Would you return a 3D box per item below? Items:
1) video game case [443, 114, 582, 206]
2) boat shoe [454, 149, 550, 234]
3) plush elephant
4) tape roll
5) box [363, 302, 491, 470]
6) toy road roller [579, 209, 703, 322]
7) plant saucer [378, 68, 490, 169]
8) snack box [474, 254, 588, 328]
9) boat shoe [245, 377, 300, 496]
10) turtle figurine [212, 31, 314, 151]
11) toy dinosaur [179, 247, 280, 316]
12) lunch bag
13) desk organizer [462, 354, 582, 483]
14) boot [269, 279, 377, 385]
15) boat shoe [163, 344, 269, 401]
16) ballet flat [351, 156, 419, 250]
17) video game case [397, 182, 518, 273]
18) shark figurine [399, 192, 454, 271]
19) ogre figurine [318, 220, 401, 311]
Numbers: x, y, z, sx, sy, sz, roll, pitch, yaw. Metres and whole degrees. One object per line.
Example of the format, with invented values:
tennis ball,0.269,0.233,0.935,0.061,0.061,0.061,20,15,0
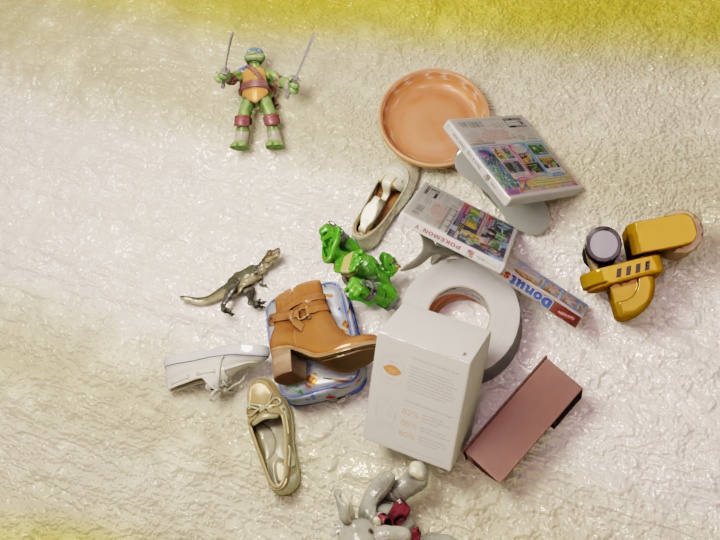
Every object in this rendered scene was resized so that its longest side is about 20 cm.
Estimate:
video game case,0.256,-0.187,1.730,0.183,0.199,0.024,56,132,24
boat shoe,0.244,-0.142,1.756,0.200,0.064,0.071,44,105,0
plush elephant,0.029,0.391,1.537,0.198,0.155,0.166,-17,87,12
tape roll,0.164,0.085,1.690,0.198,0.066,0.202,-4,68,10
box,0.101,0.177,1.586,0.151,0.202,0.106,18,30,18
toy road roller,0.446,-0.003,1.638,0.198,0.123,0.148,-14,81,7
plant saucer,0.130,-0.265,1.836,0.198,0.038,0.202,0,67,0
snack box,0.273,0.019,1.666,0.199,0.072,0.024,34,113,9
boat shoe,-0.147,0.265,1.688,0.072,0.063,0.203,-15,66,6
turtle figurine,-0.188,-0.323,1.872,0.199,0.143,0.196,-9,82,54
toy dinosaur,-0.215,0.036,1.805,0.199,0.048,0.089,-27,51,1
lunch bag,-0.070,0.126,1.722,0.159,0.076,0.202,-15,66,4
desk organizer,0.253,0.237,1.608,0.077,0.072,0.200,40,82,21
boot,-0.059,0.085,1.642,0.198,0.074,0.156,-14,58,18
boat shoe,-0.241,0.176,1.735,0.200,0.075,0.087,-10,74,19
ballet flat,0.045,-0.127,1.801,0.067,0.062,0.201,22,75,19
video game case,0.162,-0.073,1.675,0.181,0.200,0.023,27,112,5
shark figurine,0.129,-0.043,1.731,0.127,0.215,0.090,28,117,-8
ogre figurine,0.000,0.000,1.708,0.099,0.120,0.199,-59,35,-3
